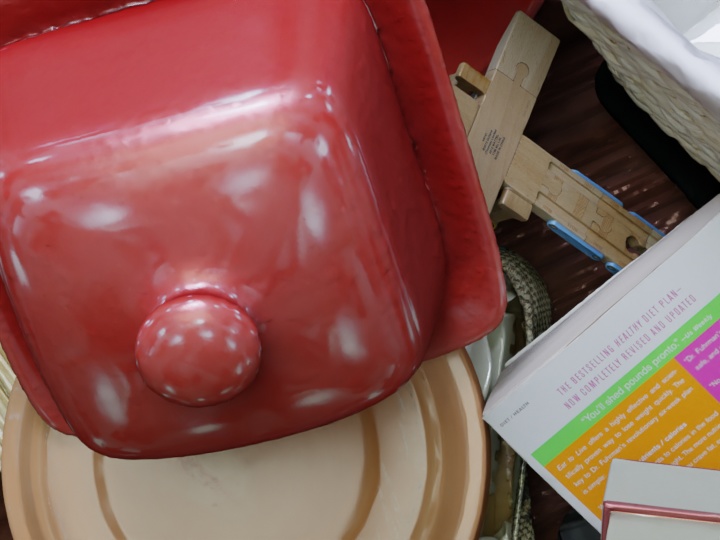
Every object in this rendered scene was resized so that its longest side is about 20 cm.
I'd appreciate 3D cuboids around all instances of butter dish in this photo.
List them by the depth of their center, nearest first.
[{"bbox_3d":[-0.056,-0.005,1.024,0.199,0.148,0.201,-14,121,7],"label":"butter dish"}]

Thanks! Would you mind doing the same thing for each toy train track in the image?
[{"bbox_3d":[0.077,-0.027,1.165,0.200,0.032,0.115,34,65,-24],"label":"toy train track"}]

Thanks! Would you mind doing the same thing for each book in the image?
[{"bbox_3d":[0.166,0.080,1.119,0.200,0.048,0.134,45,117,-8],"label":"book"}]

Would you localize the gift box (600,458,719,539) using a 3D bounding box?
[{"bbox_3d":[0.153,0.190,1.050,0.184,0.187,0.201,10,122,6],"label":"gift box"}]

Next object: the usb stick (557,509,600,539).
[{"bbox_3d":[0.131,0.189,1.172,0.055,0.033,0.201,-16,81,6],"label":"usb stick"}]

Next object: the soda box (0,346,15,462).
[{"bbox_3d":[-0.123,0.053,1.213,0.068,0.063,0.201,-21,80,8],"label":"soda box"}]

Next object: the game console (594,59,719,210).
[{"bbox_3d":[0.232,-0.069,1.197,0.200,0.116,0.176,-40,49,1],"label":"game console"}]

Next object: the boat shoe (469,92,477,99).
[{"bbox_3d":[0.000,0.000,1.200,0.057,0.067,0.200,30,92,7],"label":"boat shoe"}]

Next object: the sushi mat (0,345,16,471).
[{"bbox_3d":[-0.192,-0.005,1.195,0.096,0.012,0.200,-39,77,4],"label":"sushi mat"}]

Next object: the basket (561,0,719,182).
[{"bbox_3d":[0.189,-0.126,1.076,0.198,0.161,0.200,-44,50,-1],"label":"basket"}]

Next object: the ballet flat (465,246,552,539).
[{"bbox_3d":[0.041,0.087,1.178,0.068,0.075,0.201,6,84,11],"label":"ballet flat"}]

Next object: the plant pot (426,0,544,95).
[{"bbox_3d":[-0.039,-0.155,1.172,0.200,0.200,0.177,-43,68,1],"label":"plant pot"}]

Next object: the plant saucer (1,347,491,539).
[{"bbox_3d":[-0.048,0.076,1.138,0.199,0.032,0.201,0,87,7],"label":"plant saucer"}]
